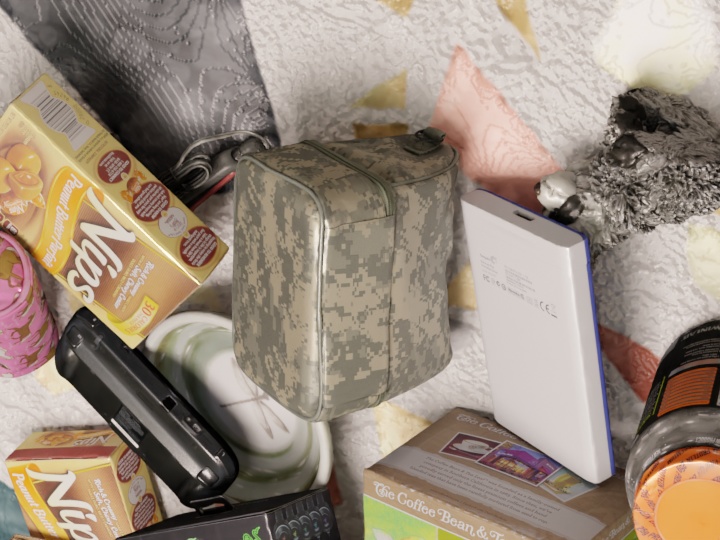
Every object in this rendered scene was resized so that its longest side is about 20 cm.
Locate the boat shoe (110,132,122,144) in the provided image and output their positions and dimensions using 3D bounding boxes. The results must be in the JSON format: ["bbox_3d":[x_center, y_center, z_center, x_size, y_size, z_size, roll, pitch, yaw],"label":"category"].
[{"bbox_3d":[-0.286,-0.093,1.275,0.199,0.072,0.067,4,108,14],"label":"boat shoe"}]

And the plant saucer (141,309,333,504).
[{"bbox_3d":[-0.098,0.115,1.291,0.199,0.050,0.202,18,126,27],"label":"plant saucer"}]

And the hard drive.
[{"bbox_3d":[0.135,0.049,1.148,0.132,0.025,0.202,30,138,52],"label":"hard drive"}]

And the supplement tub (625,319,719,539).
[{"bbox_3d":[0.259,0.128,1.089,0.121,0.200,0.124,8,117,17],"label":"supplement tub"}]

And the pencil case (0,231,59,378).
[{"bbox_3d":[-0.305,0.032,1.271,0.082,0.200,0.087,-28,76,-12],"label":"pencil case"}]

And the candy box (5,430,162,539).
[{"bbox_3d":[-0.243,0.249,1.408,0.114,0.055,0.202,-5,111,23],"label":"candy box"}]

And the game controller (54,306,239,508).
[{"bbox_3d":[-0.188,0.121,1.310,0.200,0.042,0.104,46,149,5],"label":"game controller"}]

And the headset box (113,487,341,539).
[{"bbox_3d":[-0.096,0.284,1.254,0.173,0.092,0.202,-14,88,34],"label":"headset box"}]

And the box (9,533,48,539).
[{"bbox_3d":[-0.243,0.345,1.400,0.162,0.021,0.202,7,117,17],"label":"box"}]

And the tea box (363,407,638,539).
[{"bbox_3d":[0.117,0.245,1.204,0.199,0.133,0.199,16,118,36],"label":"tea box"}]

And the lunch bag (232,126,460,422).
[{"bbox_3d":[0.000,0.000,1.154,0.139,0.166,0.202,32,127,50],"label":"lunch bag"}]

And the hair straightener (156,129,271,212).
[{"bbox_3d":[-0.152,-0.057,1.231,0.199,0.077,0.041,-30,74,30],"label":"hair straightener"}]

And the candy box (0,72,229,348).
[{"bbox_3d":[-0.214,-0.044,1.196,0.200,0.055,0.115,44,133,-8],"label":"candy box"}]

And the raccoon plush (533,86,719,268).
[{"bbox_3d":[0.225,-0.038,1.095,0.199,0.097,0.135,26,128,8],"label":"raccoon plush"}]
